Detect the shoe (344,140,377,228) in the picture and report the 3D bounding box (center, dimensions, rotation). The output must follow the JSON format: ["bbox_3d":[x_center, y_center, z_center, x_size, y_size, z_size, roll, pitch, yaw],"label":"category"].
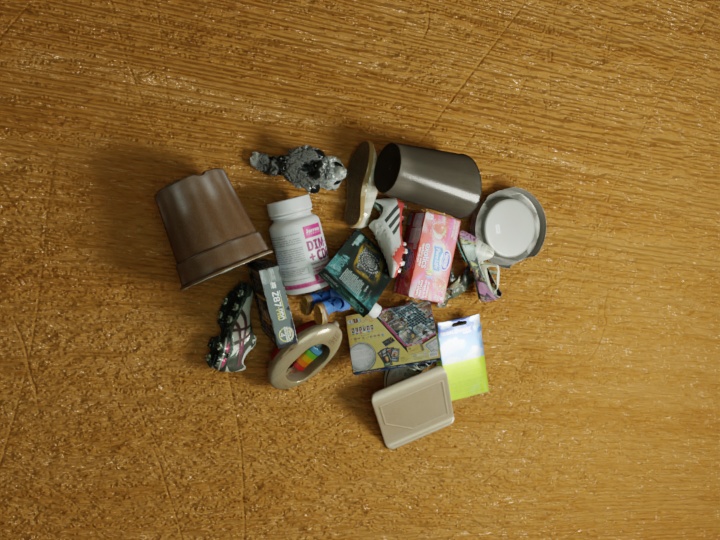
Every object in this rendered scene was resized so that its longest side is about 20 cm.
[{"bbox_3d":[0.006,-0.194,1.426,0.053,0.070,0.201,9,91,-46],"label":"shoe"}]

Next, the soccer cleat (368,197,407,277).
[{"bbox_3d":[0.060,-0.077,1.425,0.085,0.069,0.201,6,67,-8],"label":"soccer cleat"}]

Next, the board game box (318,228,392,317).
[{"bbox_3d":[0.000,0.000,1.373,0.135,0.200,0.028,44,125,-4],"label":"board game box"}]

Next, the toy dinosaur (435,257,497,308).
[{"bbox_3d":[0.246,0.017,1.532,0.200,0.047,0.088,-30,106,-19],"label":"toy dinosaur"}]

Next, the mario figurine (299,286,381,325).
[{"bbox_3d":[-0.035,0.076,1.404,0.200,0.106,0.124,-19,72,-38],"label":"mario figurine"}]

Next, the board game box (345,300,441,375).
[{"bbox_3d":[0.073,0.153,1.418,0.199,0.035,0.136,-10,69,6],"label":"board game box"}]

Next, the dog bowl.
[{"bbox_3d":[0.360,-0.105,1.550,0.199,0.059,0.201,-1,94,-18],"label":"dog bowl"}]

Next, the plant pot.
[{"bbox_3d":[-0.309,-0.088,1.267,0.200,0.200,0.199,-24,93,-15],"label":"plant pot"}]

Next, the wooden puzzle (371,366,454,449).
[{"bbox_3d":[0.125,0.322,1.476,0.185,0.037,0.200,-22,129,-7],"label":"wooden puzzle"}]

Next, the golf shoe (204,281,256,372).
[{"bbox_3d":[-0.267,0.124,1.361,0.088,0.077,0.201,20,90,-39],"label":"golf shoe"}]

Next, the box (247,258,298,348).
[{"bbox_3d":[-0.188,0.064,1.305,0.049,0.200,0.162,-16,98,-15],"label":"box"}]

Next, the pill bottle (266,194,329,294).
[{"bbox_3d":[-0.133,-0.057,1.359,0.113,0.113,0.201,-17,99,-17],"label":"pill bottle"}]

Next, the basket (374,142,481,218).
[{"bbox_3d":[0.143,-0.207,1.393,0.199,0.181,0.136,8,127,-29],"label":"basket"}]

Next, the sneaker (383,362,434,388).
[{"bbox_3d":[0.116,0.231,1.464,0.075,0.115,0.201,14,90,-19],"label":"sneaker"}]

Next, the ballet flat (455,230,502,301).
[{"bbox_3d":[0.290,-0.014,1.482,0.200,0.071,0.069,65,33,-23],"label":"ballet flat"}]

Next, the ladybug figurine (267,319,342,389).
[{"bbox_3d":[-0.128,0.177,1.385,0.200,0.072,0.136,-41,142,0],"label":"ladybug figurine"}]

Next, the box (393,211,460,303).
[{"bbox_3d":[0.154,-0.031,1.465,0.095,0.100,0.201,12,90,-19],"label":"box"}]

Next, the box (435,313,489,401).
[{"bbox_3d":[0.245,0.212,1.541,0.122,0.048,0.201,-11,98,-17],"label":"box"}]

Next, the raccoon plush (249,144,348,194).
[{"bbox_3d":[-0.125,-0.236,1.383,0.200,0.134,0.097,26,103,13],"label":"raccoon plush"}]

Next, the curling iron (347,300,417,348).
[{"bbox_3d":[0.058,0.132,1.484,0.200,0.026,0.050,-29,100,-14],"label":"curling iron"}]
